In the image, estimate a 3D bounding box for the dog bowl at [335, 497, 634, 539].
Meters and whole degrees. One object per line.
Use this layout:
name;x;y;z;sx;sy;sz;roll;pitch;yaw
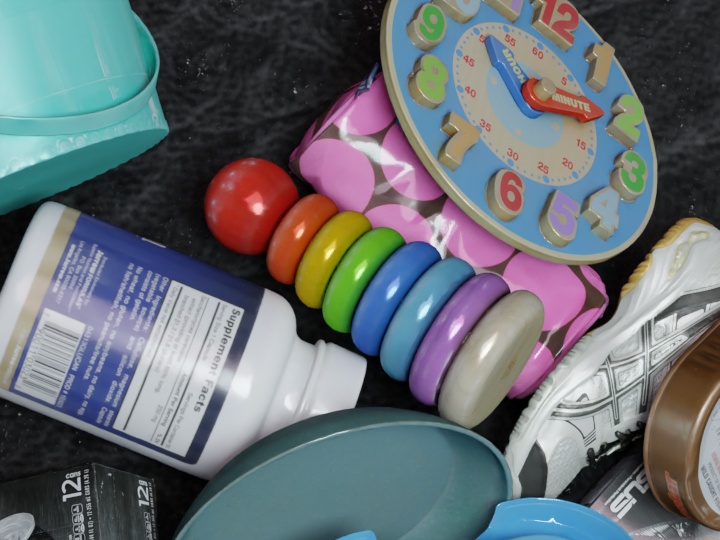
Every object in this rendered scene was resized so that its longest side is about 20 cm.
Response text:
dog bowl;0.057;0.185;1.260;0.199;0.050;0.112;-9;43;-20

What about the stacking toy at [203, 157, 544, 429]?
stacking toy;0.000;0.000;1.310;0.200;0.085;0.086;34;76;16

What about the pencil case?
pencil case;0.055;-0.025;1.367;0.094;0.091;0.200;-42;91;-20

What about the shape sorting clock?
shape sorting clock;0.094;-0.095;1.362;0.199;0.039;0.201;25;45;-28

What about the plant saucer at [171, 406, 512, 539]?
plant saucer;-0.016;0.133;1.288;0.199;0.201;0.036;-14;53;-12

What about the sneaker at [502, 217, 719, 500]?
sneaker;0.157;0.067;1.335;0.088;0.076;0.200;38;85;12

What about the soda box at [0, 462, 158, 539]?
soda box;-0.141;0.207;1.253;0.063;0.071;0.201;-14;72;21

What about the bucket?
bucket;-0.206;-0.104;1.282;0.206;0.207;0.135;-23;89;-13

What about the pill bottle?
pill bottle;-0.102;0.048;1.312;0.199;0.111;0.112;23;77;-6

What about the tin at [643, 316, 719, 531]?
tin;0.237;0.061;1.323;0.200;0.042;0.112;-43;131;-20

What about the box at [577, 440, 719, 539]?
box;0.243;0.127;1.390;0.158;0.048;0.200;45;76;1
